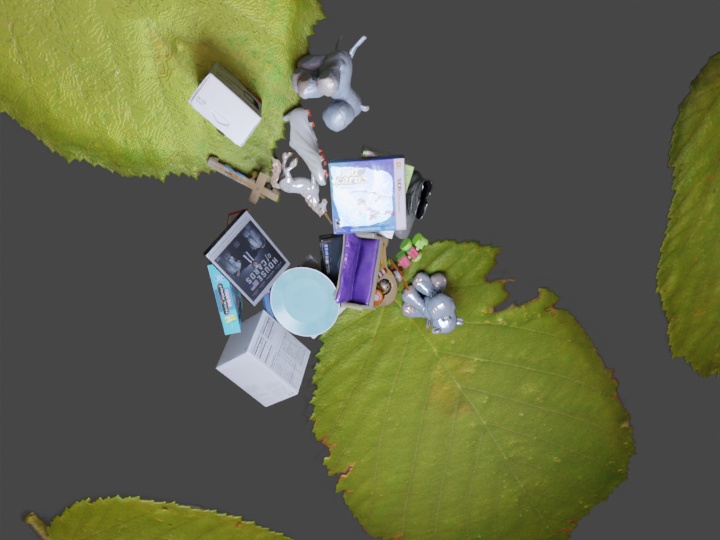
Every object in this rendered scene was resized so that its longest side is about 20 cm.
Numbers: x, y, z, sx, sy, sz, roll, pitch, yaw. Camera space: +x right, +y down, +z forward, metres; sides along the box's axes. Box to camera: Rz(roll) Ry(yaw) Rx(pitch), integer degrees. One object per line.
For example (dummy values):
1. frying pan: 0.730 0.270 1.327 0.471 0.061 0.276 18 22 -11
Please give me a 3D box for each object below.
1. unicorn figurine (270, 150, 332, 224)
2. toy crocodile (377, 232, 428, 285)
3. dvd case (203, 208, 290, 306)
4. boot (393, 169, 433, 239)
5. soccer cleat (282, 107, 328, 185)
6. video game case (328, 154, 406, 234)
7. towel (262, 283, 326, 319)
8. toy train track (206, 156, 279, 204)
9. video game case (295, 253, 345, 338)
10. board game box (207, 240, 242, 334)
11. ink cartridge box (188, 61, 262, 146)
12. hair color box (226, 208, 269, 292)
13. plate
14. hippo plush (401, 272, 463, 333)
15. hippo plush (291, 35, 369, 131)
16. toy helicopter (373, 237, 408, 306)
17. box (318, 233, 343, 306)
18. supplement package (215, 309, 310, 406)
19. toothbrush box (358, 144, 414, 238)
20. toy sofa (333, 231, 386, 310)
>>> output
1. unicorn figurine: -0.146 -0.227 1.429 0.193 0.074 0.142 17 112 -1
2. toy crocodile: 0.120 -0.028 1.575 0.199 0.062 0.067 -43 116 10
3. dvd case: -0.282 -0.029 1.372 0.151 0.024 0.201 -49 128 -15
4. boot: 0.138 -0.165 1.476 0.065 0.131 0.207 7 113 -14
5. soccer cleat: -0.135 -0.306 1.361 0.075 0.069 0.207 -18 87 3
6. video game case: 0.020 -0.193 1.388 0.192 0.046 0.188 -4 111 2
7. towel: -0.179 0.082 1.517 0.192 0.049 0.116 -4 111 9
8. toy train track: -0.299 -0.241 1.400 0.195 0.033 0.115 26 139 -14
9. video game case: -0.142 0.080 1.590 0.181 0.024 0.200 -42 116 9
10. board game box: -0.360 0.042 1.454 0.045 0.152 0.207 -9 116 -6
11. ink cartridge box: -0.302 -0.385 1.241 0.146 0.201 0.086 38 104 -25
12. hair color box: -0.298 -0.047 1.449 0.062 0.112 0.206 -13 117 -4
13. plate: -0.149 0.083 1.474 0.192 0.026 0.208 3 112 7
14. hippo plush: 0.209 0.123 1.599 0.154 0.162 0.206 -15 117 -4
15. hippo plush: -0.069 -0.439 1.324 0.203 0.155 0.163 -58 143 -28
16. toy helicopter: 0.068 -0.004 1.516 0.127 0.079 0.208 -5 100 -15
17. box: -0.033 -0.007 1.545 0.154 0.044 0.208 -8 111 -14
18. supplement package: -0.273 0.253 1.544 0.149 0.153 0.200 -26 122 34
19. toothbrush box: 0.045 -0.210 1.451 0.140 0.087 0.206 14 110 -7
20. toy sofa: 0.000 0.000 1.441 0.096 0.081 0.208 12 86 -50
